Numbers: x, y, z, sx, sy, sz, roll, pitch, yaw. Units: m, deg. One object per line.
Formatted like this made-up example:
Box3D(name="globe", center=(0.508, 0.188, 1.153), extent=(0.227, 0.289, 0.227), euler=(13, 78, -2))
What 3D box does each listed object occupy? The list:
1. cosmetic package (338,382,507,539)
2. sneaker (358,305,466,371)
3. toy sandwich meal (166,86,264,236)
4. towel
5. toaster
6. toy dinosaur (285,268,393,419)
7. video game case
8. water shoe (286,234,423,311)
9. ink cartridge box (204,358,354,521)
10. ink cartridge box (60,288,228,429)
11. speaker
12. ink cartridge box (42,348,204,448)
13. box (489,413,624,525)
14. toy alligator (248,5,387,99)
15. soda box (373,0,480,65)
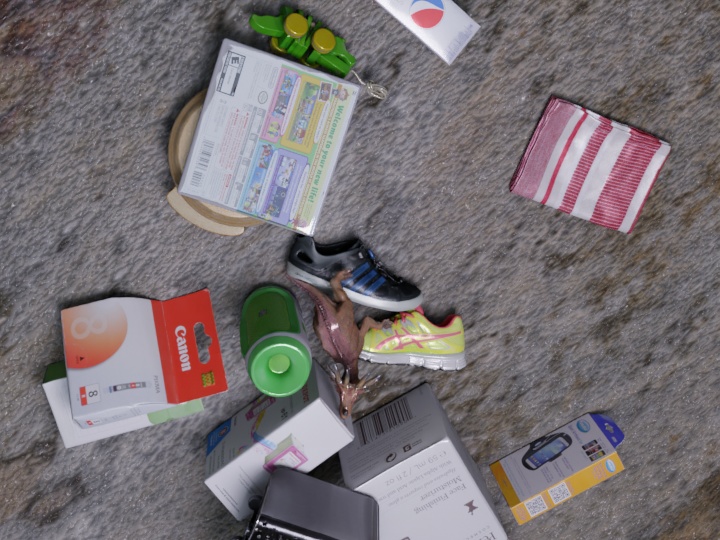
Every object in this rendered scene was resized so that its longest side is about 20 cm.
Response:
Box3D(name="cosmetic package", center=(0.085, 0.310, 1.469), extent=(0.164, 0.165, 0.201), euler=(-30, 112, 4))
Box3D(name="sneaker", center=(0.056, 0.087, 1.439), extent=(0.198, 0.078, 0.091), euler=(6, 95, -13))
Box3D(name="toy sandwich meal", center=(-0.157, -0.144, 1.320), extent=(0.203, 0.070, 0.207), euler=(-1, 99, -6))
Box3D(name="towel", center=(0.322, -0.143, 1.418), extent=(0.198, 0.023, 0.145), euler=(18, 107, -15))
Box3D(name="toaster", center=(-0.070, 0.378, 1.338), extent=(0.198, 0.119, 0.182), euler=(20, 120, -8))
Box3D(name="toy dinosaur", center=(-0.028, 0.088, 1.325), extent=(0.085, 0.136, 0.201), euler=(-17, 126, 24))
Box3D(name="video game case", center=(-0.114, -0.165, 1.274), extent=(0.181, 0.022, 0.202), euler=(17, 96, -8))
Box3D(name="water shoe", center=(0.000, 0.000, 1.392), extent=(0.198, 0.072, 0.080), euler=(13, 105, -14))
Box3D(name="ink cartridge box", center=(-0.114, 0.231, 1.419), extent=(0.199, 0.145, 0.085), euler=(-35, 108, 5))
Box3D(name="ink cartridge box", center=(-0.288, 0.107, 1.342), extent=(0.198, 0.163, 0.050), euler=(-15, 151, -1))
Box3D(name="speaker", center=(-0.113, 0.088, 1.336), extent=(0.088, 0.200, 0.089), euler=(-3, 110, -8))
Box3D(name="ink cartridge box", center=(-0.325, 0.164, 1.406), extent=(0.198, 0.059, 0.105), euler=(-14, 112, -4))
Box3D(name="box", center=(0.301, 0.289, 1.521), extent=(0.199, 0.119, 0.042), euler=(-27, 112, 2))
Box3D(name="toy alligator", center=(-0.046, -0.285, 1.291), extent=(0.199, 0.059, 0.055), euler=(26, 64, -17))
Box3D(name="soda box", center=(0.053, -0.348, 1.273), extent=(0.200, 0.068, 0.064), euler=(37, 101, -20))
